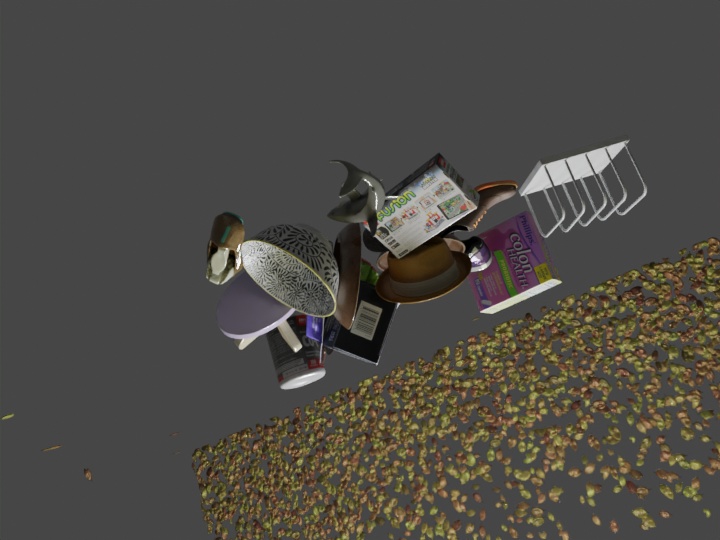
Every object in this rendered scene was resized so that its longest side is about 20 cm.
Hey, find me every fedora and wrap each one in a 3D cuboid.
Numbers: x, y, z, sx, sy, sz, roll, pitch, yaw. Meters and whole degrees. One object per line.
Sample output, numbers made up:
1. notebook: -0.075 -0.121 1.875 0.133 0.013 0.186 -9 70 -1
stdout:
1. fedora: 0.115 -0.015 1.251 0.195 0.083 0.202 -16 -153 8

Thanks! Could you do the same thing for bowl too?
1. bowl: -0.107 -0.018 1.134 0.095 0.198 0.201 -57 -178 -27

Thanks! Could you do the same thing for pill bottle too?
1. pill bottle: -0.161 0.163 1.514 0.111 0.205 0.114 -17 163 -5

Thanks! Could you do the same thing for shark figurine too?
1. shark figurine: 0.011 -0.103 1.037 0.124 0.092 0.215 -1 166 -5

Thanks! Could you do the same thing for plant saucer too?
1. plant saucer: -0.031 0.006 1.206 0.036 0.206 0.201 5 159 -8
2. plant saucer: 0.129 -0.046 1.412 0.195 0.038 0.201 -7 161 -2

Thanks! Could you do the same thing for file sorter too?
1. file sorter: 0.452 -0.165 1.315 0.195 0.127 0.139 -16 163 -9

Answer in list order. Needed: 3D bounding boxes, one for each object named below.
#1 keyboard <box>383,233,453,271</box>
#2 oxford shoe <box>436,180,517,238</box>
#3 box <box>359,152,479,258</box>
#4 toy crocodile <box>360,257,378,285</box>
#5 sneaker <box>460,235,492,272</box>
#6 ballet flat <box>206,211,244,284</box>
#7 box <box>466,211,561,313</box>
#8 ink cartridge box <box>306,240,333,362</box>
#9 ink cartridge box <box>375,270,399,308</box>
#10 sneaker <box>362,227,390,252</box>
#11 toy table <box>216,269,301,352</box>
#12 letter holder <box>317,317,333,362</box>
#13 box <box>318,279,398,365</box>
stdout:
1. keyboard: 0.147 -0.042 1.542 0.125 0.021 0.199 -3 157 -44
2. oxford shoe: 0.227 -0.118 1.293 0.196 0.075 0.071 -23 163 10
3. box: 0.101 -0.108 1.138 0.110 0.035 0.198 41 132 -18
4. toy crocodile: 0.000 0.000 1.416 0.066 0.063 0.200 19 171 26
5. sneaker: 0.205 -0.032 1.523 0.196 0.077 0.088 -20 136 22
6. ballet flat: -0.228 -0.021 1.070 0.066 0.074 0.200 21 154 -7
7. box: 0.363 -0.015 1.590 0.197 0.180 0.096 -26 163 25
8. ink cartridge box: -0.086 0.068 1.314 0.042 0.205 0.199 6 161 -3
9. ink cartridge box: 0.008 0.092 1.602 0.198 0.041 0.202 14 115 -48
10. sneaker: 0.098 -0.089 1.256 0.196 0.072 0.082 -21 176 29
11. toy table: -0.185 0.072 1.278 0.197 0.186 0.118 -27 154 -11
12. letter holder: -0.084 0.173 1.736 0.098 0.145 0.201 -14 163 -15
13. box: -0.007 0.108 1.379 0.102 0.151 0.200 21 173 -9
